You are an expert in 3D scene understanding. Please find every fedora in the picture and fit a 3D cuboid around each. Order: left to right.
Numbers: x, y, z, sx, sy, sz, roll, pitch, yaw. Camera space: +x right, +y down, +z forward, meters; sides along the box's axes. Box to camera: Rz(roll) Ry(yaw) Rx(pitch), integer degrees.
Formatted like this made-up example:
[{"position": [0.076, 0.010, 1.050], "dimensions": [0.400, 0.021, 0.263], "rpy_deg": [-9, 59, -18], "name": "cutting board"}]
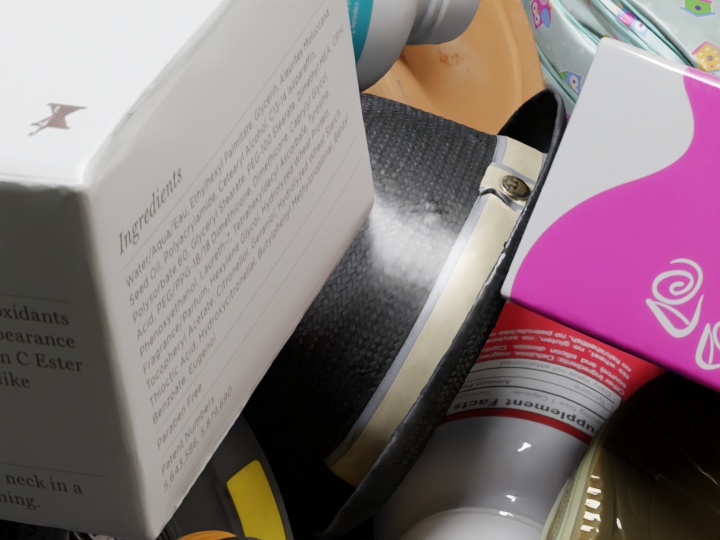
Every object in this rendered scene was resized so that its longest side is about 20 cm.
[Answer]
[{"position": [0.000, 0.000, 0.976], "dimensions": [0.091, 0.201, 0.201], "rpy_deg": [29, 36, -4], "name": "fedora"}]

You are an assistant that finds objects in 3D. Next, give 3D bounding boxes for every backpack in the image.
[{"position": [0.170, -0.102, 1.310], "dimensions": [0.200, 0.127, 0.167], "rpy_deg": [45, 40, 16], "name": "backpack"}]

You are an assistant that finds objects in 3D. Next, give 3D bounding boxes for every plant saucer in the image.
[{"position": [0.033, -0.109, 1.207], "dimensions": [0.200, 0.032, 0.201], "rpy_deg": [36, 44, -44], "name": "plant saucer"}]

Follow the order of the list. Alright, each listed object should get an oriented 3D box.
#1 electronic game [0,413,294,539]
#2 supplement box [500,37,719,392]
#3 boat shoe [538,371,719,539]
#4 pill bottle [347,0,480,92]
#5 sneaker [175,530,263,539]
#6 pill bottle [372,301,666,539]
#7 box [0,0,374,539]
[{"position": [-0.091, 0.104, 0.880], "dimensions": [0.200, 0.042, 0.201], "rpy_deg": [24, 57, -44], "name": "electronic game"}, {"position": [0.147, -0.008, 0.947], "dimensions": [0.101, 0.104, 0.200], "rpy_deg": [24, 3, 27], "name": "supplement box"}, {"position": [0.091, 0.112, 0.918], "dimensions": [0.073, 0.063, 0.201], "rpy_deg": [37, 43, -7], "name": "boat shoe"}, {"position": [-0.054, -0.118, 0.990], "dimensions": [0.199, 0.111, 0.111], "rpy_deg": [-5, 52, -28], "name": "pill bottle"}, {"position": [-0.053, 0.171, 0.818], "dimensions": [0.078, 0.077, 0.201], "rpy_deg": [40, 55, -39], "name": "sneaker"}, {"position": [0.069, 0.083, 1.032], "dimensions": [0.112, 0.112, 0.200], "rpy_deg": [32, 37, -6], "name": "pill bottle"}, {"position": [-0.123, -0.034, 0.812], "dimensions": [0.198, 0.131, 0.200], "rpy_deg": [7, 35, 20], "name": "box"}]
